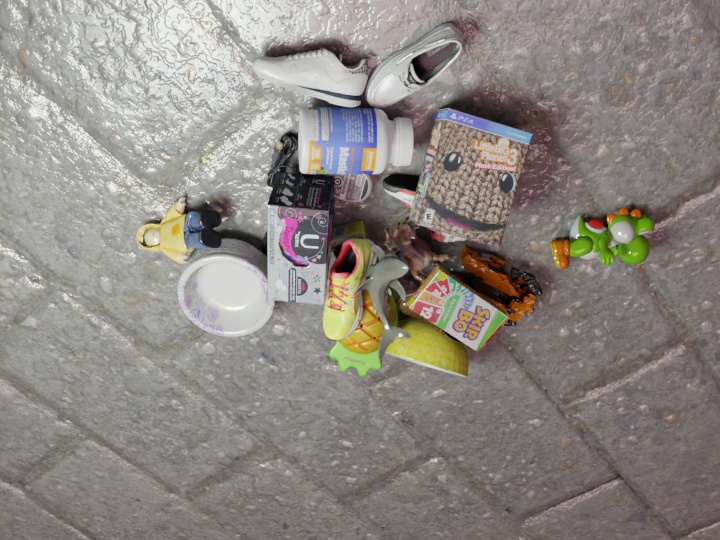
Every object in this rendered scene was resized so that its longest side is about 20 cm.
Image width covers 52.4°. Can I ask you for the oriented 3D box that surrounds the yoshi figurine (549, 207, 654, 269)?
[{"bbox_3d":[0.476,-0.041,1.419,0.195,0.114,0.113,-17,140,11],"label":"yoshi figurine"}]

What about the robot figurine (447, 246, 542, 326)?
[{"bbox_3d":[0.274,0.035,1.501,0.197,0.059,0.146,25,124,-15],"label":"robot figurine"}]

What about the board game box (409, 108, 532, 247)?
[{"bbox_3d":[0.190,-0.163,1.287,0.155,0.097,0.205,13,99,-8],"label":"board game box"}]

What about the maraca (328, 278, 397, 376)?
[{"bbox_3d":[0.003,0.114,1.461,0.134,0.107,0.205,14,107,6],"label":"maraca"}]

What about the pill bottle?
[{"bbox_3d":[-0.009,-0.226,1.280,0.194,0.113,0.114,0,127,-8],"label":"pill bottle"}]

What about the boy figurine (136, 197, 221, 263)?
[{"bbox_3d":[-0.353,-0.077,1.414,0.196,0.064,0.128,-2,87,34],"label":"boy figurine"}]

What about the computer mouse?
[{"bbox_3d":[-0.072,-0.182,1.366,0.195,0.044,0.112,17,121,-3],"label":"computer mouse"}]

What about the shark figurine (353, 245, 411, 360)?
[{"bbox_3d":[0.028,0.048,1.352,0.088,0.128,0.218,-24,137,-27],"label":"shark figurine"}]

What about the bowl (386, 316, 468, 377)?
[{"bbox_3d":[0.143,0.145,1.541,0.196,0.200,0.110,18,82,-11],"label":"bowl"}]

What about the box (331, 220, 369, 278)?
[{"bbox_3d":[0.000,0.000,1.489,0.073,0.051,0.203,-14,125,12],"label":"box"}]

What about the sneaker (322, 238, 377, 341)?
[{"bbox_3d":[-0.035,0.031,1.373,0.077,0.205,0.090,13,176,27],"label":"sneaker"}]

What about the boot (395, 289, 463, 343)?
[{"bbox_3d":[0.165,0.093,1.457,0.195,0.077,0.074,13,139,-13],"label":"boot"}]

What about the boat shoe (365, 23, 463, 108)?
[{"bbox_3d":[0.086,-0.337,1.230,0.199,0.066,0.073,-37,118,25],"label":"boat shoe"}]

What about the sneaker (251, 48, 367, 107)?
[{"bbox_3d":[-0.085,-0.340,1.239,0.195,0.077,0.082,10,115,-12],"label":"sneaker"}]

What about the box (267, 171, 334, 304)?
[{"bbox_3d":[-0.108,-0.057,1.343,0.111,0.133,0.204,4,124,0],"label":"box"}]

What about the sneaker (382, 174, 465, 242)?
[{"bbox_3d":[0.131,-0.112,1.393,0.196,0.068,0.110,8,124,-7],"label":"sneaker"}]

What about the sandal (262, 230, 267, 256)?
[{"bbox_3d":[-0.137,-0.077,1.438,0.074,0.048,0.201,27,123,-17],"label":"sandal"}]

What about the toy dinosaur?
[{"bbox_3d":[0.101,-0.042,1.415,0.135,0.200,0.086,43,87,-3],"label":"toy dinosaur"}]

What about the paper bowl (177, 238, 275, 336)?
[{"bbox_3d":[-0.264,0.025,1.481,0.195,0.105,0.205,1,126,2],"label":"paper bowl"}]

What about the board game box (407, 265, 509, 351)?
[{"bbox_3d":[0.193,0.079,1.398,0.198,0.030,0.096,31,109,-25],"label":"board game box"}]
